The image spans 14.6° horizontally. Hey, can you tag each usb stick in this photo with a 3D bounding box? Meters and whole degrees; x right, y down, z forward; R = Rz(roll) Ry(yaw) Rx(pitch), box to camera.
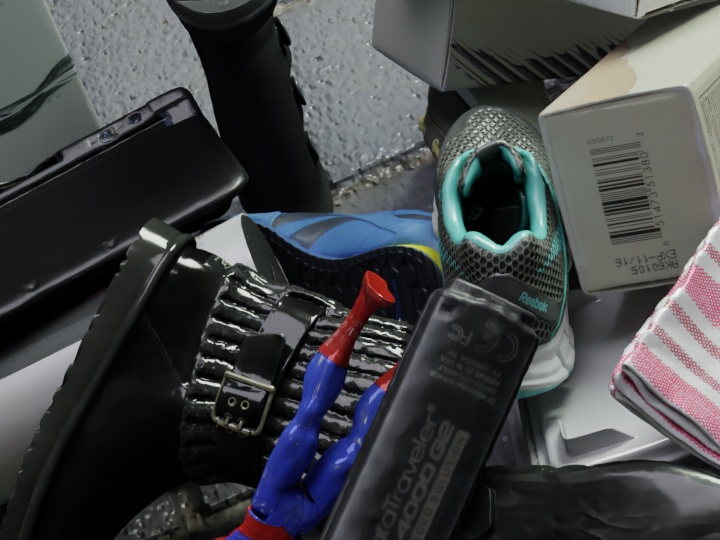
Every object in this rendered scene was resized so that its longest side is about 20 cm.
[{"bbox_3d":[0.017,0.102,1.211,0.201,0.055,0.033,-66,9,-6],"label":"usb stick"}]

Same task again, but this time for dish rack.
[{"bbox_3d":[0.161,0.041,1.307,0.199,0.044,0.172,-18,30,7],"label":"dish rack"}]

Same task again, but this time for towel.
[{"bbox_3d":[0.214,0.017,1.230,0.146,0.030,0.200,31,61,12],"label":"towel"}]

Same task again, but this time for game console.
[{"bbox_3d":[-0.151,0.002,1.496,0.199,0.176,0.117,-28,60,-5],"label":"game console"}]

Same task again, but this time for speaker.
[{"bbox_3d":[-0.127,0.048,1.423,0.199,0.081,0.081,-26,30,8],"label":"speaker"}]

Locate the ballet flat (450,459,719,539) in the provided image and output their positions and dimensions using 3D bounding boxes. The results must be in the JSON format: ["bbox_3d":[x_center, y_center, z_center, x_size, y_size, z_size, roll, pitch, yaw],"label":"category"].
[{"bbox_3d":[0.107,0.116,1.218,0.199,0.057,0.067,4,74,29],"label":"ballet flat"}]

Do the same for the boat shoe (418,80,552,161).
[{"bbox_3d":[0.077,-0.059,1.497,0.072,0.061,0.202,8,28,-18],"label":"boat shoe"}]

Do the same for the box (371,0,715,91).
[{"bbox_3d":[0.110,-0.149,1.526,0.199,0.069,0.082,-8,27,-29],"label":"box"}]

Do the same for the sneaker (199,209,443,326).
[{"bbox_3d":[0.000,0.000,1.465,0.199,0.066,0.078,6,19,44],"label":"sneaker"}]

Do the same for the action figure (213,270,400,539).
[{"bbox_3d":[-0.025,0.108,1.240,0.201,0.065,0.099,-56,21,11],"label":"action figure"}]

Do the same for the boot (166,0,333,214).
[{"bbox_3d":[-0.059,-0.095,1.507,0.065,0.201,0.165,-11,33,0],"label":"boot"}]

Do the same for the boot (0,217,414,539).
[{"bbox_3d":[-0.072,0.095,1.335,0.157,0.212,0.079,26,4,7],"label":"boot"}]

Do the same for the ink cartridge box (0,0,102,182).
[{"bbox_3d":[-0.217,-0.103,1.617,0.083,0.201,0.146,-32,32,-16],"label":"ink cartridge box"}]

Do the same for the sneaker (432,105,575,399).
[{"bbox_3d":[0.069,-0.031,1.330,0.077,0.092,0.201,-6,36,1],"label":"sneaker"}]

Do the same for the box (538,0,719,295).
[{"bbox_3d":[0.160,-0.066,1.366,0.077,0.096,0.200,-10,13,24],"label":"box"}]

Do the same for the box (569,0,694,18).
[{"bbox_3d":[0.126,-0.208,1.461,0.176,0.097,0.200,19,25,33],"label":"box"}]
